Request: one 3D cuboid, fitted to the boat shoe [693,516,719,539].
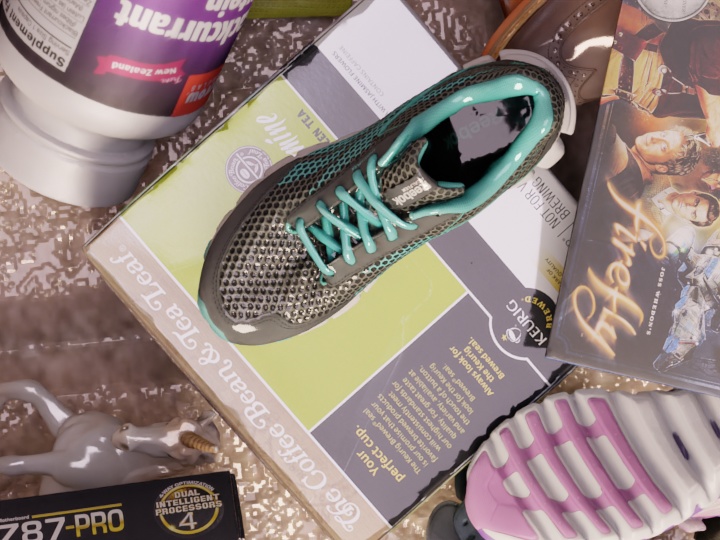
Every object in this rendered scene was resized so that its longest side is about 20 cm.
[{"bbox_3d":[0.257,0.085,1.459,0.200,0.076,0.074,-45,96,-1],"label":"boat shoe"}]

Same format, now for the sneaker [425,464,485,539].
[{"bbox_3d":[0.072,0.151,1.398,0.084,0.200,0.075,0,117,4],"label":"sneaker"}]

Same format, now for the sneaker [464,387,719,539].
[{"bbox_3d":[0.144,0.093,1.373,0.200,0.089,0.081,-19,67,-13],"label":"sneaker"}]

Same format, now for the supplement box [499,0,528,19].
[{"bbox_3d":[0.162,-0.166,1.410,0.199,0.069,0.067,-17,132,4],"label":"supplement box"}]

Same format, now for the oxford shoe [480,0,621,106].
[{"bbox_3d":[0.150,-0.118,1.356,0.200,0.073,0.071,-26,130,9],"label":"oxford shoe"}]

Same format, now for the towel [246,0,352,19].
[{"bbox_3d":[-0.035,-0.222,1.424,0.086,0.018,0.201,-2,109,-21],"label":"towel"}]

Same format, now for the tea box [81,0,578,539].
[{"bbox_3d":[0.000,0.000,1.410,0.197,0.134,0.200,-40,93,-3],"label":"tea box"}]

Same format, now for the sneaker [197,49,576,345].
[{"bbox_3d":[0.010,-0.037,1.298,0.200,0.091,0.078,-37,91,-2],"label":"sneaker"}]

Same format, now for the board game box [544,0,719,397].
[{"bbox_3d":[0.170,-0.044,1.313,0.135,0.035,0.201,12,98,6],"label":"board game box"}]

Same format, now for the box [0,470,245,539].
[{"bbox_3d":[-0.130,0.182,1.385,0.161,0.200,0.049,-9,49,-4],"label":"box"}]

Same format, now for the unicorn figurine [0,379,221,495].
[{"bbox_3d":[-0.142,0.110,1.413,0.137,0.200,0.074,12,46,-1],"label":"unicorn figurine"}]

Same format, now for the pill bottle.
[{"bbox_3d":[-0.110,-0.133,1.384,0.111,0.112,0.200,25,118,-4],"label":"pill bottle"}]
